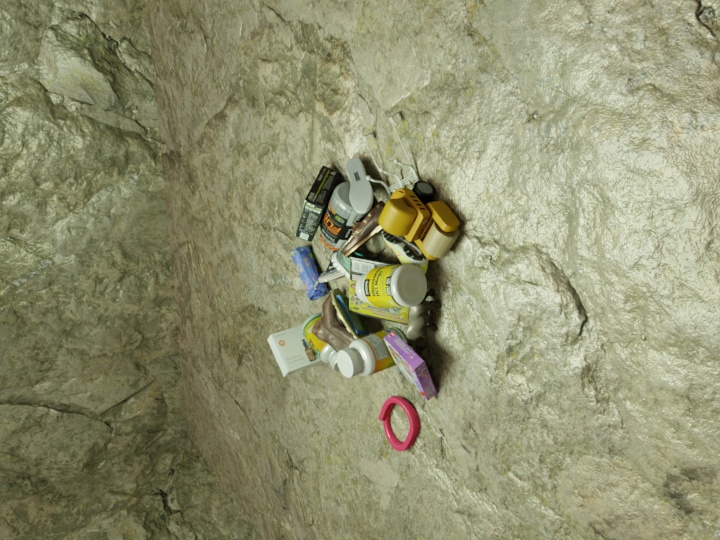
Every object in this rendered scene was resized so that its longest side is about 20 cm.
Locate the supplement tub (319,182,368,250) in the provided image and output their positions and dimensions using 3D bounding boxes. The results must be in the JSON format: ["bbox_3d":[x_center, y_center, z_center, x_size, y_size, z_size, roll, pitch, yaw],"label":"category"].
[{"bbox_3d":[-0.049,-0.157,1.770,0.123,0.122,0.200,57,143,25],"label":"supplement tub"}]

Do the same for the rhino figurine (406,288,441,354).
[{"bbox_3d":[0.163,0.152,1.611,0.060,0.087,0.201,35,129,45],"label":"rhino figurine"}]

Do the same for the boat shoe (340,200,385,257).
[{"bbox_3d":[0.012,-0.119,1.690,0.200,0.070,0.070,-41,89,20],"label":"boat shoe"}]

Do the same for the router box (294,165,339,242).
[{"bbox_3d":[-0.134,-0.209,1.823,0.062,0.200,0.150,21,134,-2],"label":"router box"}]

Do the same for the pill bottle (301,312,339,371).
[{"bbox_3d":[-0.110,0.248,2.024,0.200,0.113,0.113,48,138,34],"label":"pill bottle"}]

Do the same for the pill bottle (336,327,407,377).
[{"bbox_3d":[0.035,0.247,1.733,0.111,0.200,0.111,27,124,49],"label":"pill bottle"}]

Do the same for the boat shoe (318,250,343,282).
[{"bbox_3d":[-0.077,-0.021,1.915,0.200,0.075,0.093,-19,86,47],"label":"boat shoe"}]

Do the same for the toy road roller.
[{"bbox_3d":[0.139,-0.122,1.487,0.200,0.146,0.123,55,142,27],"label":"toy road roller"}]

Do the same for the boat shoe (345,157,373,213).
[{"bbox_3d":[0.002,-0.237,1.680,0.057,0.068,0.200,55,-159,-54],"label":"boat shoe"}]

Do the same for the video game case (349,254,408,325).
[{"bbox_3d":[0.059,0.056,1.708,0.199,0.025,0.181,11,114,24],"label":"video game case"}]

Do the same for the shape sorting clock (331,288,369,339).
[{"bbox_3d":[-0.032,0.145,1.831,0.039,0.200,0.200,-29,74,12],"label":"shape sorting clock"}]

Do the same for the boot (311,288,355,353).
[{"bbox_3d":[-0.053,0.179,1.911,0.200,0.064,0.187,31,102,39],"label":"boot"}]

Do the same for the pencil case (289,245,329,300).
[{"bbox_3d":[-0.180,0.007,2.062,0.087,0.078,0.200,88,158,-75],"label":"pencil case"}]

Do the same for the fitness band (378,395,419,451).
[{"bbox_3d":[0.122,0.481,1.851,0.144,0.037,0.200,46,138,32],"label":"fitness band"}]

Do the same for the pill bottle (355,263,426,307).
[{"bbox_3d":[0.076,0.044,1.583,0.200,0.112,0.113,-7,97,55],"label":"pill bottle"}]

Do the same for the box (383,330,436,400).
[{"bbox_3d":[0.142,0.269,1.647,0.137,0.039,0.200,44,167,38],"label":"box"}]

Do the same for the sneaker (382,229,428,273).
[{"bbox_3d":[0.121,-0.056,1.607,0.200,0.078,0.090,56,167,45],"label":"sneaker"}]

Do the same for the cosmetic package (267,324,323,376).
[{"bbox_3d":[-0.213,0.277,2.107,0.151,0.200,0.052,60,143,20],"label":"cosmetic package"}]

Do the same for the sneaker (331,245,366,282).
[{"bbox_3d":[0.000,0.000,1.768,0.200,0.078,0.091,42,137,6],"label":"sneaker"}]

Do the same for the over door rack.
[{"bbox_3d":[0.070,-0.302,1.590,0.148,0.066,0.201,-20,86,56],"label":"over door rack"}]
